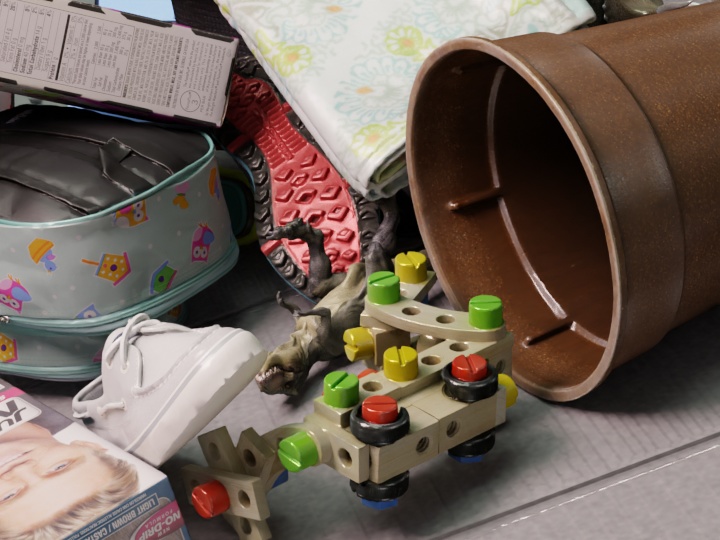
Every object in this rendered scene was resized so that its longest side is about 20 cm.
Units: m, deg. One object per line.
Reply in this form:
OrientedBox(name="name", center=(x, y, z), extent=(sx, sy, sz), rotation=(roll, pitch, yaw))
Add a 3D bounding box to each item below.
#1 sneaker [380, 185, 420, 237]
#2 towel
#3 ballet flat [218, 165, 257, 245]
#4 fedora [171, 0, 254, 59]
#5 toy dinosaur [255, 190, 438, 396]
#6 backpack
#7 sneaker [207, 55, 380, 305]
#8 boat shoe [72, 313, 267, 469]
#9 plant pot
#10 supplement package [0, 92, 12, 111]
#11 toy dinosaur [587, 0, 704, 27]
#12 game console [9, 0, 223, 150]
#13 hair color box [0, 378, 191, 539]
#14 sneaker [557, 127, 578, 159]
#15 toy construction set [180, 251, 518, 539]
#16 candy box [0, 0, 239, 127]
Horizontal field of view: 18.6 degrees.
OrientedBox(name="sneaker", center=(0.065, -0.082, 1.373), extent=(0.099, 0.071, 0.200), rotation=(-47, 3, -36))
OrientedBox(name="towel", center=(0.026, -0.150, 1.302), extent=(0.171, 0.048, 0.200), rotation=(-32, 55, -6))
OrientedBox(name="ballet flat", center=(-0.132, -0.047, 1.509), extent=(0.200, 0.067, 0.067), rotation=(6, 12, 35))
OrientedBox(name="fedora", center=(-0.054, -0.177, 1.464), extent=(0.200, 0.092, 0.201), rotation=(-2, 23, 1))
OrientedBox(name="toy dinosaur", center=(0.000, 0.000, 1.289), extent=(0.200, 0.088, 0.047), rotation=(-30, 10, -28))
OrientedBox(name="backpack", center=(-0.177, -0.019, 1.354), extent=(0.200, 0.154, 0.176), rotation=(0, 21, 38))
OrientedBox(name="sneaker", center=(-0.027, -0.048, 1.392), extent=(0.079, 0.096, 0.200), rotation=(-31, 55, 7))
OrientedBox(name="boat shoe", center=(-0.106, 0.058, 1.147), extent=(0.072, 0.069, 0.200), rotation=(-42, 1, -20))
OrientedBox(name="plant pot", center=(0.159, -0.054, 1.196), extent=(0.198, 0.201, 0.200), rotation=(-19, 24, -25))
OrientedBox(name="supplement package", center=(-0.319, -0.097, 1.607), extent=(0.200, 0.152, 0.151), rotation=(-6, 27, 23))
OrientedBox(name="toy dinosaur", center=(0.119, -0.166, 1.403), extent=(0.200, 0.102, 0.077), rotation=(20, 28, 6))
OrientedBox(name="game console", center=(-0.141, -0.167, 1.541), extent=(0.200, 0.177, 0.031), rotation=(1, -16, 3))
OrientedBox(name="hair color box", center=(-0.182, 0.126, 1.169), extent=(0.100, 0.061, 0.200), rotation=(-30, 29, -26))
OrientedBox(name="sneaker", center=(0.178, -0.095, 1.324), extent=(0.200, 0.116, 0.078), rotation=(-34, 39, -25))
OrientedBox(name="toy construction set", center=(0.002, 0.067, 1.137), extent=(0.200, 0.092, 0.131), rotation=(-36, 42, -28))
OrientedBox(name="candy box", center=(-0.192, -0.136, 1.363), extent=(0.200, 0.061, 0.136), rotation=(12, 1, -22))
